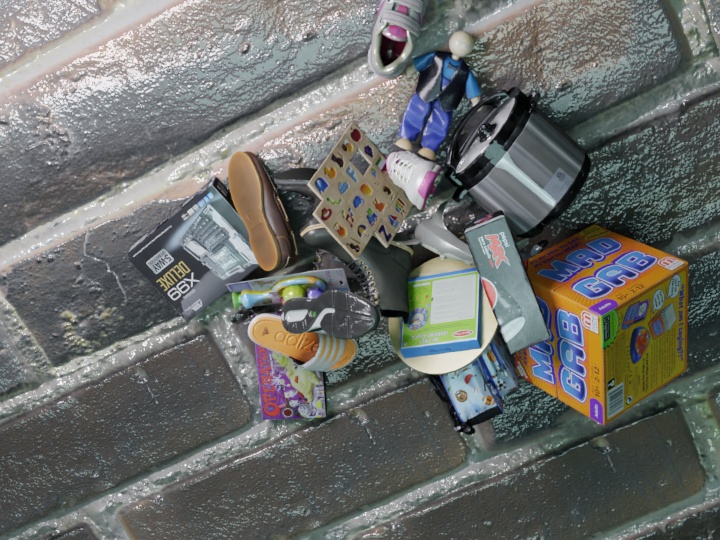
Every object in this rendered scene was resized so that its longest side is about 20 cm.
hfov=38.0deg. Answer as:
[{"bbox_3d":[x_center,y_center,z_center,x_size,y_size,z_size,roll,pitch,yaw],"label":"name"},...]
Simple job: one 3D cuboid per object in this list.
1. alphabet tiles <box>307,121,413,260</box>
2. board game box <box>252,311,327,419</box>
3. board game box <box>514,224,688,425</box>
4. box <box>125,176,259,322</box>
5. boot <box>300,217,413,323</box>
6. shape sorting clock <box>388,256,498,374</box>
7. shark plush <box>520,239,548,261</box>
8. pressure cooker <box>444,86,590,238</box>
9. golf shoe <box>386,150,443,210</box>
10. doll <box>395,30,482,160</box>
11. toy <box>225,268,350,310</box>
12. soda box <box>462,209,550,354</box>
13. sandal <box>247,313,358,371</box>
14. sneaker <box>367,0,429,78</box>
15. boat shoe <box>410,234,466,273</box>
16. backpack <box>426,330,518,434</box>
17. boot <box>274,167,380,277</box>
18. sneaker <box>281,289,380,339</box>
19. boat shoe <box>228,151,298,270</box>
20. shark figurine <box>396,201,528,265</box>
[{"bbox_3d":[0.001,-0.116,1.649,0.167,0.201,0.008,47,138,-17],"label":"alphabet tiles"},{"bbox_3d":[-0.124,0.169,1.847,0.118,0.032,0.203,-1,113,6],"label":"board game box"},{"bbox_3d":[0.379,0.080,1.661,0.198,0.199,0.203,-25,123,-27],"label":"board game box"},{"bbox_3d":[-0.268,-0.033,1.752,0.199,0.050,0.158,-36,108,13],"label":"box"},{"bbox_3d":[0.000,0.000,1.652,0.197,0.141,0.077,10,156,-24],"label":"boot"},{"bbox_3d":[0.135,0.071,1.677,0.198,0.202,0.039,-31,142,13],"label":"shape sorting clock"},{"bbox_3d":[0.300,-0.011,1.731,0.196,0.091,0.084,-10,126,0],"label":"shark plush"},{"bbox_3d":[0.235,-0.174,1.617,0.199,0.177,0.178,37,139,-11],"label":"pressure cooker"},{"bbox_3d":[0.078,-0.146,1.625,0.090,0.200,0.076,26,97,-3],"label":"golf shoe"},{"bbox_3d":[0.129,-0.279,1.648,0.135,0.049,0.203,21,105,-2],"label":"doll"},{"bbox_3d":[-0.118,0.046,1.752,0.196,0.115,0.048,-4,69,5],"label":"toy"},{"bbox_3d":[0.219,0.017,1.568,0.070,0.063,0.203,-21,99,7],"label":"soda box"},{"bbox_3d":[-0.094,0.133,1.774,0.204,0.059,0.080,16,105,-25],"label":"sandal"},{"bbox_3d":[0.063,-0.382,1.584,0.080,0.088,0.203,10,112,-4],"label":"sneaker"},{"bbox_3d":[0.158,0.001,1.754,0.198,0.065,0.072,-33,109,13],"label":"boat shoe"},{"bbox_3d":[0.173,0.150,1.756,0.153,0.200,0.192,-35,97,4],"label":"backpack"},{"bbox_3d":[-0.057,-0.070,1.725,0.196,0.069,0.177,10,112,-6],"label":"boot"},{"bbox_3d":[-0.022,0.069,1.675,0.198,0.114,0.077,0,89,42],"label":"sneaker"},{"bbox_3d":[-0.157,-0.097,1.703,0.070,0.070,0.203,-19,86,39],"label":"boat shoe"},{"bbox_3d":[0.147,-0.059,1.638,0.127,0.213,0.091,0,108,-43],"label":"shark figurine"}]
